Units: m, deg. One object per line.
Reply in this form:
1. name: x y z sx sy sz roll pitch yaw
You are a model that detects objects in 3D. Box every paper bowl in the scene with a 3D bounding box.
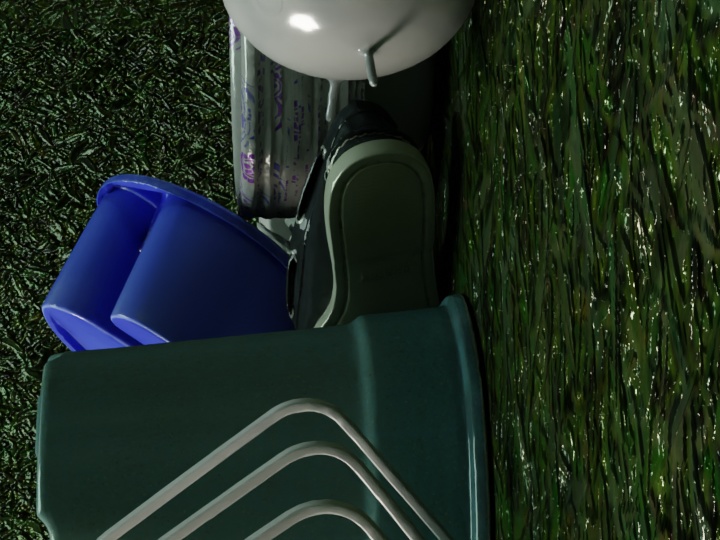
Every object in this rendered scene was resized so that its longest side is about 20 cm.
1. paper bowl: -0.016 -0.127 1.118 0.201 0.104 0.201 180 90 -85

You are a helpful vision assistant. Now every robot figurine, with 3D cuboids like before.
1. robot figurine: -0.006 -0.169 0.916 0.170 0.113 0.200 111 158 -81

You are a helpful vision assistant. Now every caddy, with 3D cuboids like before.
1. caddy: -0.074 0.027 1.153 0.200 0.141 0.105 47 -115 -35

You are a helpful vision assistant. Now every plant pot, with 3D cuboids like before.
1. plant pot: -0.049 0.110 0.985 0.200 0.196 0.201 180 90 -85

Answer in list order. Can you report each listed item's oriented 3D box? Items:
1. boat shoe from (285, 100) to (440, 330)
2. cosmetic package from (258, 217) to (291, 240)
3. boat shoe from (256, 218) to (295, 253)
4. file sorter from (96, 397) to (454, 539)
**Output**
1. boat shoe: -0.002 0.000 1.061 0.066 0.074 0.200 -109 13 -45
2. cosmetic package: -0.025 0.009 1.406 0.200 0.081 0.113 -104 14 -67
3. boat shoe: -0.017 -0.020 1.227 0.075 0.086 0.202 124 142 -84
4. file sorter: -0.025 0.154 0.768 0.125 0.139 0.200 51 -171 -18
